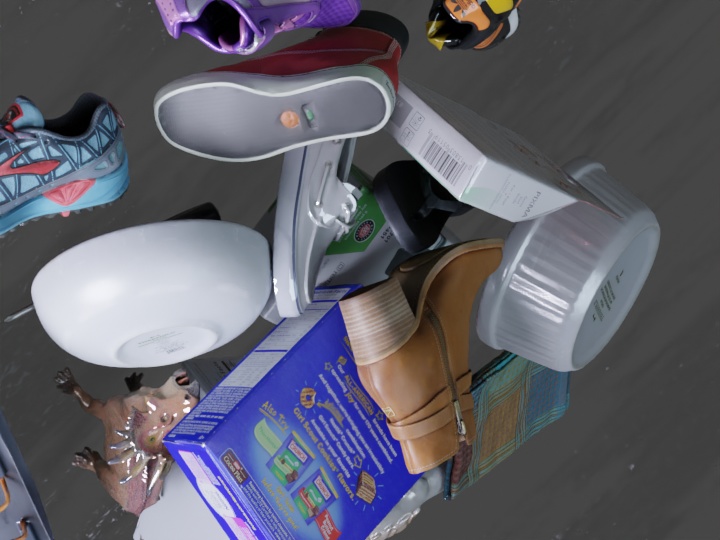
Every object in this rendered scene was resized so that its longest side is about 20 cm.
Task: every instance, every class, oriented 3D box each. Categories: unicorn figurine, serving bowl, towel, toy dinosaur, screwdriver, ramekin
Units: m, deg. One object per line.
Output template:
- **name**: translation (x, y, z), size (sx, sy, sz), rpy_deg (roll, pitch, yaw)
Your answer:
- **unicorn figurine**: translation (0.056, 0.199, 1.914), size (0.198, 0.074, 0.138), rpy_deg (-12, 129, -32)
- **serving bowl**: translation (-0.162, 0.031, 1.553), size (0.198, 0.066, 0.200), rpy_deg (-11, 159, -4)
- **towel**: translation (0.154, 0.130, 1.930), size (0.199, 0.022, 0.148), rpy_deg (-34, 140, -41)
- **toy dinosaur**: translation (-0.190, 0.158, 1.645), size (0.085, 0.136, 0.201), rpy_deg (-21, 136, -24)
- **screwdriver**: translation (-0.203, -0.002, 1.596), size (0.199, 0.029, 0.028), rpy_deg (-31, 135, -16)
- **ramekin**: translation (0.201, 0.002, 1.811), size (0.203, 0.094, 0.203), rpy_deg (-48, 157, -28)

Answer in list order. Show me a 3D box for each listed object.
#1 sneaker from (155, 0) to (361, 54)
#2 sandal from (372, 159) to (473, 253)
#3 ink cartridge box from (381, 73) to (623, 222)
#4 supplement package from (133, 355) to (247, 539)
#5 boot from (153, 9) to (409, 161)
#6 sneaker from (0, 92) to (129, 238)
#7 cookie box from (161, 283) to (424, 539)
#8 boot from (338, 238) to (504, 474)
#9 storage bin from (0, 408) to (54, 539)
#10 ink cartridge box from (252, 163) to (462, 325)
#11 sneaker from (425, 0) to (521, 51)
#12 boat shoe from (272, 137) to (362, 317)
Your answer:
- **sneaker**: translation (-0.081, -0.202, 1.479), size (0.199, 0.089, 0.080), rpy_deg (5, 148, -38)
- **sandal**: translation (0.063, -0.071, 1.667), size (0.043, 0.076, 0.200), rpy_deg (-30, -176, 25)
- **ink cartridge box**: translation (0.113, -0.093, 1.674), size (0.199, 0.161, 0.050), rpy_deg (23, 107, -45)
- **supplement package**: translation (-0.104, 0.202, 1.733), size (0.110, 0.156, 0.202), rpy_deg (-3, 124, -35)
- **boot**: translation (-0.061, -0.157, 1.559), size (0.198, 0.145, 0.073), rpy_deg (-5, 123, 12)
- **sneaker**: translation (-0.269, -0.086, 1.460), size (0.199, 0.079, 0.096), rpy_deg (-20, 123, -36)
- **cookie box**: translation (-0.038, 0.138, 1.593), size (0.200, 0.075, 0.172), rpy_deg (-44, 114, -28)
- **boot**: translation (0.074, 0.064, 1.588), size (0.200, 0.076, 0.157), rpy_deg (-30, 100, -52)
- **storage bin**: translation (-0.338, 0.175, 1.556), size (0.133, 0.146, 0.201), rpy_deg (-23, 134, -8)
- **ink cartridge box**: translation (0.000, 0.000, 1.713), size (0.199, 0.083, 0.147), rpy_deg (29, 101, -46)
- **sneaker**: translation (0.084, -0.212, 1.575), size (0.090, 0.070, 0.200), rpy_deg (-37, 178, -10)
- **boat shoe**: translation (-0.031, -0.060, 1.581), size (0.074, 0.065, 0.202), rpy_deg (55, 41, -78)
